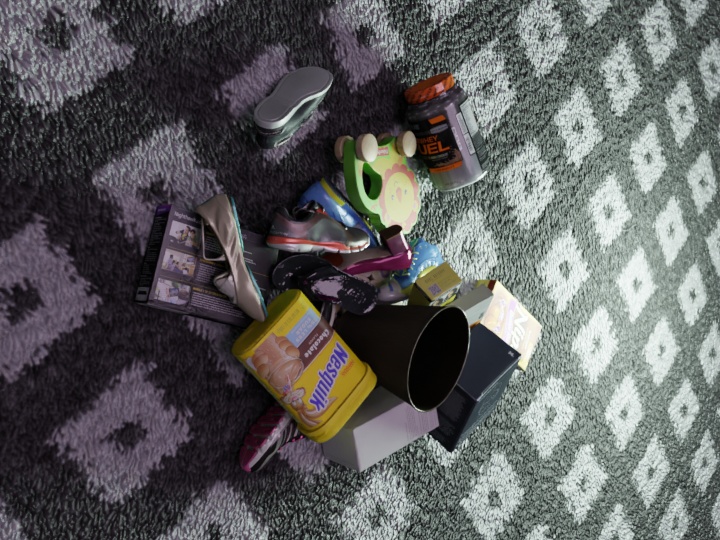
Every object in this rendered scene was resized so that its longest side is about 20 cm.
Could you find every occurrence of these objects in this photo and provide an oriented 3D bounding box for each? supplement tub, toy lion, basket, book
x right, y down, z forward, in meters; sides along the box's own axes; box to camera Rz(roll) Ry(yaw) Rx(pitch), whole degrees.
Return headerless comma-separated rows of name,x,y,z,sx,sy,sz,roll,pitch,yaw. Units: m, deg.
supplement tub,0.164,-0.265,1.344,0.122,0.122,0.201,-39,115,-32
toy lion,0.043,-0.151,1.271,0.200,0.068,0.193,-17,106,-52
basket,0.060,0.130,1.200,0.136,0.199,0.181,39,70,-40
book,0.167,0.125,1.335,0.133,0.048,0.200,-25,150,-36

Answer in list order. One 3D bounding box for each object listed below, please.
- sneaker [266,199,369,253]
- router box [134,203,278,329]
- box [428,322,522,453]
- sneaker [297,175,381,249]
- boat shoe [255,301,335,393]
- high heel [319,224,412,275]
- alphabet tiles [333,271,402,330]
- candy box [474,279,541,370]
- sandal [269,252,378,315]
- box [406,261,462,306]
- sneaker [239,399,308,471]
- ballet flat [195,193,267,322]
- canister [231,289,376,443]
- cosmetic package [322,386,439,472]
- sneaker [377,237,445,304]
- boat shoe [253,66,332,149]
sneaker,-0.060,-0.072,1.136,0.199,0.077,0.082,-2,98,-45
router box,-0.227,0.000,1.072,0.199,0.051,0.150,20,78,-39
box,0.201,0.227,1.348,0.148,0.107,0.200,-34,152,-34
sneaker,-0.036,-0.082,1.235,0.078,0.066,0.200,-40,134,8
boat shoe,-0.105,0.113,1.169,0.068,0.072,0.201,42,68,-37
high heel,0.000,0.000,1.234,0.199,0.068,0.096,-23,131,-4
alphabet tiles,0.002,0.072,1.295,0.195,0.015,0.201,20,79,-39
candy box,0.309,0.120,1.531,0.200,0.056,0.117,41,66,-35
sandal,-0.050,0.023,1.146,0.200,0.048,0.076,17,95,-30
box,0.124,0.064,1.280,0.075,0.200,0.050,-31,69,-22
sneaker,-0.116,0.262,1.165,0.088,0.074,0.200,53,56,-22
ballet flat,-0.194,-0.011,1.032,0.069,0.069,0.201,-23,102,-37
canister,-0.087,0.147,1.096,0.149,0.086,0.200,-48,113,-22
cosmetic package,0.034,0.273,1.272,0.199,0.107,0.085,-21,106,-36
sneaker,0.088,-0.001,1.325,0.199,0.076,0.106,-15,86,-45
boat shoe,-0.112,-0.270,1.153,0.200,0.075,0.060,-47,158,-39
